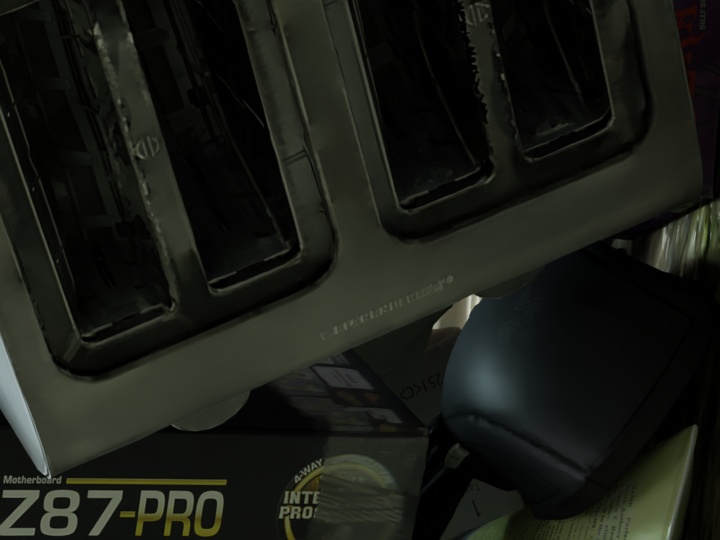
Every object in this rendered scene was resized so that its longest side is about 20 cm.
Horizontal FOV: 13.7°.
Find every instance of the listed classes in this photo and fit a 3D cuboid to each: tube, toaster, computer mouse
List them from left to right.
[{"bbox_3d":[-0.028,-0.072,0.698,0.119,0.181,0.200,-128,19,-53],"label":"toaster"},{"bbox_3d":[0.028,0.045,0.808,0.141,0.046,0.200,-53,5,1],"label":"computer mouse"},{"bbox_3d":[0.055,0.089,0.804,0.058,0.052,0.200,64,168,5],"label":"tube"}]

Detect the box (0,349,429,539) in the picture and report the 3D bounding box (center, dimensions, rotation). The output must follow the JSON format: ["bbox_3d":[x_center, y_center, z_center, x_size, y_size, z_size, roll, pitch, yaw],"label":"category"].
[{"bbox_3d":[-0.090,0.027,0.825,0.200,0.161,0.049,-134,52,-63],"label":"box"}]

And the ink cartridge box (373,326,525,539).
[{"bbox_3d":[-0.002,0.114,1.045,0.200,0.045,0.177,-9,101,62],"label":"ink cartridge box"}]

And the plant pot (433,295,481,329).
[{"bbox_3d":[0.013,0.014,1.135,0.201,0.092,0.201,-175,90,-85],"label":"plant pot"}]

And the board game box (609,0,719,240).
[{"bbox_3d":[0.083,-0.113,0.829,0.120,0.032,0.200,151,125,-80],"label":"board game box"}]

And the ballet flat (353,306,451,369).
[{"bbox_3d":[0.000,0.000,0.915,0.068,0.068,0.200,-62,11,-21],"label":"ballet flat"}]
